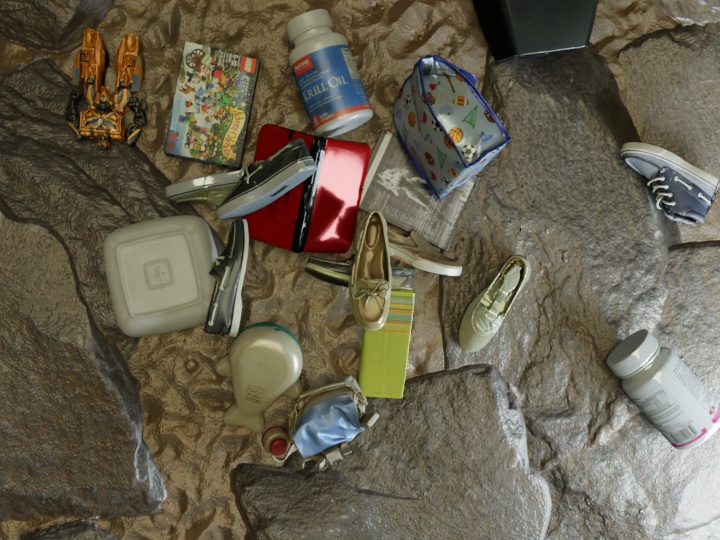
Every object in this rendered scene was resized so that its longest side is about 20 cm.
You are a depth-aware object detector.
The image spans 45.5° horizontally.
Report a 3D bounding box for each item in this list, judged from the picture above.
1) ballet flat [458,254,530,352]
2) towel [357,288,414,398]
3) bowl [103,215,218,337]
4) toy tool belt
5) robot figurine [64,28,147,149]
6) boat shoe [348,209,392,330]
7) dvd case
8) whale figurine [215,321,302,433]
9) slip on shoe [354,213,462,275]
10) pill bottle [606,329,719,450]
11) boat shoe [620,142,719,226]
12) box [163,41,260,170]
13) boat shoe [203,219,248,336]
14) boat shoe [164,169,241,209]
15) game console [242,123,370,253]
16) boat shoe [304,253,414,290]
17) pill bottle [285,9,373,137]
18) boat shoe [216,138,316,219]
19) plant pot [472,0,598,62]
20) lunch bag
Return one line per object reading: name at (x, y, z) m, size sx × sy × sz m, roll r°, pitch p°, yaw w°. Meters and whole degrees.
ballet flat at (0.241, 0.057, 1.537) m, size 0.069 × 0.069 × 0.201 m, roll 32°, pitch 86°, yaw -3°
towel at (0.043, 0.128, 1.513) m, size 0.085 × 0.018 × 0.203 m, roll 4°, pitch 105°, yaw -4°
bowl at (-0.344, 0.006, 1.490) m, size 0.197 × 0.075 × 0.203 m, roll -12°, pitch 87°, yaw -6°
toy tool belt at (-0.070, 0.272, 1.460) m, size 0.199 × 0.123 × 0.126 m, roll -31°, pitch 117°, yaw -6°
robot figurine at (-0.443, -0.313, 1.499) m, size 0.143 × 0.058 × 0.203 m, roll 4°, pitch 87°, yaw -3°
boat shoe at (0.016, -0.001, 1.451) m, size 0.072 × 0.063 × 0.203 m, roll -1°, pitch 79°, yaw -4°
dvd case at (0.097, -0.145, 1.558) m, size 0.198 × 0.016 × 0.150 m, roll 25°, pitch 86°, yaw -4°
whale figurine at (-0.175, 0.182, 1.496) m, size 0.157 × 0.104 × 0.202 m, roll 17°, pitch 111°, yaw -7°
slip on shoe at (0.090, -0.044, 1.526) m, size 0.198 × 0.076 × 0.061 m, roll 19°, pitch 97°, yaw 4°
pill bottle at (0.540, 0.210, 1.531) m, size 0.113 × 0.113 × 0.200 m, roll -42°, pitch 92°, yaw -5°
boat shoe at (0.555, -0.155, 1.564) m, size 0.198 × 0.075 × 0.094 m, roll 23°, pitch 79°, yaw -4°
box at (-0.262, -0.291, 1.524) m, size 0.135 × 0.038 × 0.203 m, roll 10°, pitch 87°, yaw -4°
boat shoe at (-0.226, 0.010, 1.452) m, size 0.060 × 0.076 × 0.203 m, roll 7°, pitch 79°, yaw -14°
boat shoe at (-0.241, -0.139, 1.505) m, size 0.198 × 0.072 × 0.063 m, roll -11°, pitch 96°, yaw -7°
game console at (-0.096, -0.141, 1.502) m, size 0.171 × 0.119 × 0.202 m, roll 17°, pitch 104°, yaw 17°
boat shoe at (0.001, 0.000, 1.521) m, size 0.199 × 0.072 × 0.067 m, roll 15°, pitch 81°, yaw -9°
pill bottle at (-0.061, -0.345, 1.505) m, size 0.111 × 0.112 × 0.202 m, roll -21°, pitch 89°, yaw -5°
boat shoe at (-0.165, -0.152, 1.424) m, size 0.198 × 0.073 × 0.069 m, roll -29°, pitch 80°, yaw 29°
plant pot at (0.306, -0.467, 1.507) m, size 0.197 × 0.200 × 0.180 m, roll -8°, pitch 99°, yaw -5°
lunch bag at (0.144, -0.254, 1.480) m, size 0.123 × 0.170 × 0.201 m, roll -33°, pitch 84°, yaw -21°
